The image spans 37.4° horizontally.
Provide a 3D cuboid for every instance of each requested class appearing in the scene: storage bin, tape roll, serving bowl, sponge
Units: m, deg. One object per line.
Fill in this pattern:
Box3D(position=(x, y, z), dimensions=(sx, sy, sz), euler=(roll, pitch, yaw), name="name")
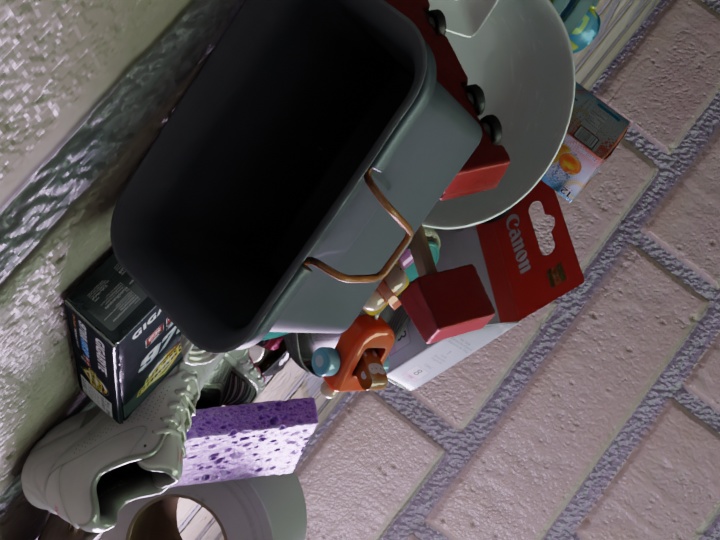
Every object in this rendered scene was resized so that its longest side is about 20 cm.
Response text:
Box3D(position=(-0.017, -0.048, 0.607), dimensions=(0.201, 0.145, 0.134), euler=(-55, 151, 12), name="storage bin")
Box3D(position=(-0.166, 0.268, 1.096), dimensions=(0.204, 0.202, 0.139), euler=(-53, 172, 8), name="tape roll")
Box3D(position=(0.066, -0.137, 0.827), dimensions=(0.201, 0.199, 0.066), euler=(-52, -148, 2), name="serving bowl")
Box3D(position=(-0.141, 0.154, 0.921), dimensions=(0.197, 0.030, 0.112), euler=(-3, 149, -21), name="sponge")

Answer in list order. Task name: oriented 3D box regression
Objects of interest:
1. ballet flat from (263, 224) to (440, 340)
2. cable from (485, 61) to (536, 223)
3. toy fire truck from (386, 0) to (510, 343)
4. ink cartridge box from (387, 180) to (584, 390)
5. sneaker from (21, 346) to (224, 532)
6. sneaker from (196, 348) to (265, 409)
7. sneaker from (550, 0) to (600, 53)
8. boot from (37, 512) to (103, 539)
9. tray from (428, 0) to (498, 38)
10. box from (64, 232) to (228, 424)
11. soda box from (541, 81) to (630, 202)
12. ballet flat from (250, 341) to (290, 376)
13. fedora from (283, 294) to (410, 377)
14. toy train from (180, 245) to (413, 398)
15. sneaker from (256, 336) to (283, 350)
Box3D(position=(-0.029, -0.001, 0.825), dimensions=(0.198, 0.062, 0.068), euler=(-18, 141, -29), name="ballet flat")
Box3D(position=(0.082, -0.115, 0.946), dimensions=(0.201, 0.162, 0.051), euler=(-64, 179, 38), name="cable")
Box3D(position=(0.044, -0.069, 0.729), dimensions=(0.048, 0.202, 0.141), euler=(-13, 154, -23), name="toy fire truck")
Box3D(position=(0.092, -0.008, 0.978), dimensions=(0.199, 0.057, 0.164), euler=(-38, -137, 30), name="ink cartridge box")
Box3D(position=(-0.153, 0.117, 0.803), dimensions=(0.201, 0.099, 0.078), euler=(-51, 143, -19), name="sneaker")
Box3D(position=(-0.142, 0.099, 0.959), dimensions=(0.088, 0.074, 0.200), euler=(-48, 168, -14), name="sneaker")
Box3D(position=(0.139, -0.236, 0.863), dimensions=(0.080, 0.130, 0.200), euler=(-52, 171, 13), name="sneaker")
Box3D(position=(-0.270, 0.261, 0.867), dimensions=(0.200, 0.064, 0.187), euler=(-46, -168, 49), name="boot")
Box3D(position=(0.079, -0.251, 0.697), dimensions=(0.106, 0.022, 0.201), euler=(8, 131, -31), name="tray")
Box3D(position=(-0.116, -0.002, 0.739), dimensions=(0.200, 0.046, 0.159), euler=(-49, 172, -26), name="box")
Box3D(position=(0.139, -0.156, 0.961), dimensions=(0.064, 0.199, 0.069), euler=(-46, 172, -35), name="soda box")
Box3D(position=(-0.074, 0.048, 1.144), dimensions=(0.068, 0.068, 0.201), euler=(-23, 151, -56), name="ballet flat")
Box3D(position=(0.000, 0.000, 0.935), dimensions=(0.201, 0.089, 0.179), euler=(-64, 152, -50), name="fedora")
Box3D(position=(-0.025, 0.044, 0.773), dimensions=(0.199, 0.056, 0.151), euler=(10, 118, -47), name="toy train")
Box3D(position=(-0.062, 0.009, 0.997), dimensions=(0.200, 0.074, 0.081), euler=(-44, 169, -50), name="sneaker")
